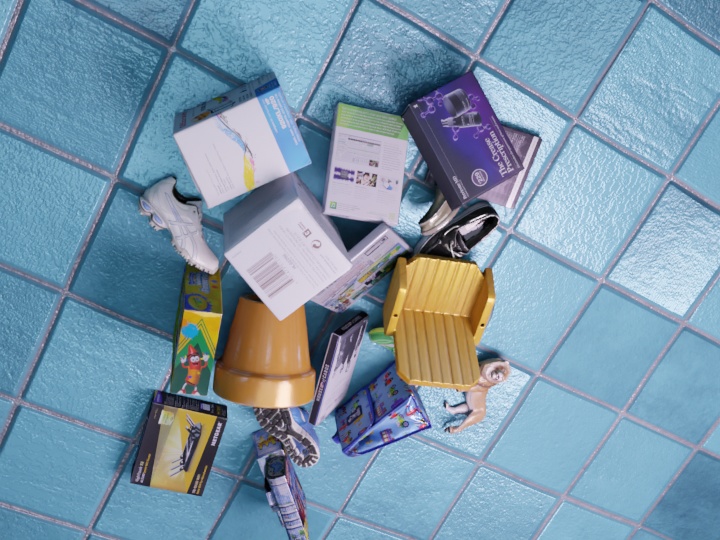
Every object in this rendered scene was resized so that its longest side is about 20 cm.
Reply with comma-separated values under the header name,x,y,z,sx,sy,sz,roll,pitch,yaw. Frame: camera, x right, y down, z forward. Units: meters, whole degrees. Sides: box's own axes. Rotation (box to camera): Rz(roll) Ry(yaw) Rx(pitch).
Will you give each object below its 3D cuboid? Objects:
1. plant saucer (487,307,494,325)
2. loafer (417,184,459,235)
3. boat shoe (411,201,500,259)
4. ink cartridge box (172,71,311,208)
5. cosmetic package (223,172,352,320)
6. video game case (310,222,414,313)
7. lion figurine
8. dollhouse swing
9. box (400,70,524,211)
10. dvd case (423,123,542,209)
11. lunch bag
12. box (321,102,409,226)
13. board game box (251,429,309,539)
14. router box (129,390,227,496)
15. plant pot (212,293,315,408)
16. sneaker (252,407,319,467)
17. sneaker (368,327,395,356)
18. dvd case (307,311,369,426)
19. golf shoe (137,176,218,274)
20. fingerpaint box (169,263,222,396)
name,x,y,z,sx,sy,sz,roll,pitch,yaw
plant saucer,0.185,0.085,1.679,0.196,0.028,0.203,-3,118,-7
loafer,0.169,-0.156,1.542,0.068,0.076,0.201,39,89,-12
boat shoe,0.186,-0.060,1.603,0.199,0.064,0.071,-38,116,9
ink cartridge box,-0.207,-0.229,1.412,0.197,0.148,0.146,-24,115,0
cosmetic package,-0.137,-0.055,1.470,0.165,0.200,0.168,-36,114,6
video game case,0.000,0.000,1.555,0.199,0.022,0.182,-40,158,7
lion figurine,0.251,0.274,1.767,0.120,0.073,0.202,-3,128,-18
dollhouse swing,0.159,0.099,1.562,0.196,0.177,0.184,8,123,-12
box,0.183,-0.232,1.467,0.140,0.079,0.202,-29,90,-9
dvd case,0.238,-0.215,1.574,0.197,0.016,0.151,15,109,-15
lunch bag,0.029,0.302,1.683,0.198,0.151,0.095,-32,115,4
box,0.011,-0.192,1.484,0.142,0.036,0.204,9,85,-15
board game box,-0.170,0.441,1.705,0.061,0.200,0.203,-19,101,-2
router box,-0.377,0.360,1.685,0.155,0.052,0.203,15,109,-16
plant pot,-0.178,0.146,1.566,0.197,0.200,0.187,5,97,-13
sneaker,-0.153,0.313,1.698,0.078,0.089,0.201,-33,96,12
sneaker,0.104,0.174,1.658,0.197,0.074,0.085,25,78,-2
dvd case,-0.043,0.195,1.632,0.024,0.150,0.203,22,111,16
golf shoe,-0.315,-0.083,1.498,0.097,0.078,0.200,-40,115,1
fingerpaint box,-0.304,0.106,1.509,0.072,0.200,0.169,8,111,-15
